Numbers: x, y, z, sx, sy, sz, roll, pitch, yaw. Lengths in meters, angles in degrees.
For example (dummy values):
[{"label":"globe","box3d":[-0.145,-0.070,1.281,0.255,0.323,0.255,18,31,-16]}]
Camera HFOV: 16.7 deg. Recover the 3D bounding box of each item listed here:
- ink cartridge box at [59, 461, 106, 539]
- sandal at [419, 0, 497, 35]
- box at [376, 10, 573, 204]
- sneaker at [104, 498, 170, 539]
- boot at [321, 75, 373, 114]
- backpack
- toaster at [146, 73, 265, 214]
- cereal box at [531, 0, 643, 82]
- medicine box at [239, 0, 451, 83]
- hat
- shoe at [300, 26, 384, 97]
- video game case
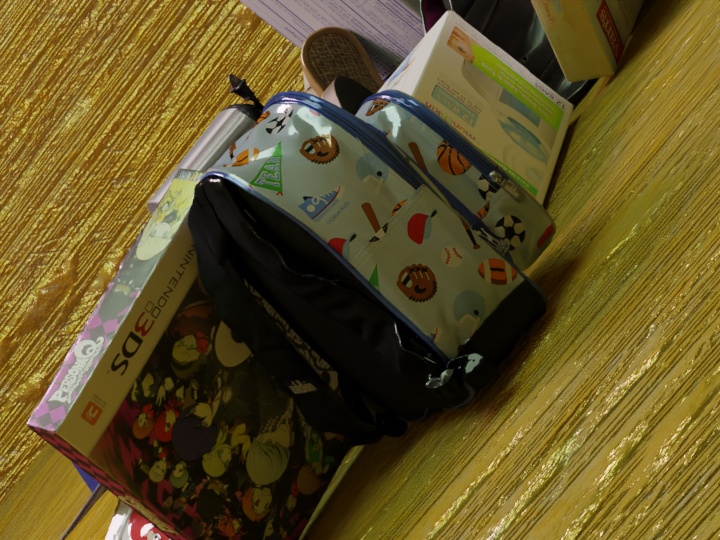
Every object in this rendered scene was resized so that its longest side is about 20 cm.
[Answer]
[{"label":"ink cartridge box","box3d":[-0.134,0.073,1.646,0.200,0.047,0.198,-46,-3,-31]},{"label":"sandal","box3d":[0.066,-0.189,1.734,0.075,0.048,0.201,-52,13,52]},{"label":"box","box3d":[0.053,-0.062,1.580,0.101,0.112,0.200,-48,9,31]},{"label":"sneaker","box3d":[-0.118,0.203,1.561,0.112,0.071,0.200,4,76,52]},{"label":"boot","box3d":[-0.005,-0.039,1.658,0.075,0.074,0.200,-44,37,26]},{"label":"backpack","box3d":[0.002,-0.015,1.369,0.154,0.190,0.200,-55,7,-21]},{"label":"toaster","box3d":[-0.076,-0.047,1.998,0.119,0.200,0.181,-49,7,-7]},{"label":"cereal box","box3d":[0.155,-0.244,1.656,0.039,0.144,0.200,-7,39,31]},{"label":"medicine box","box3d":[-0.010,-0.244,1.889,0.103,0.182,0.200,-54,8,-19]},{"label":"hat","box3d":[0.115,-0.156,1.762,0.201,0.081,0.201,-51,6,8]},{"label":"shoe","box3d":[0.011,-0.093,1.858,0.070,0.200,0.053,-19,-24,-10]},{"label":"video game case","box3d":[-0.082,0.069,1.460,0.036,0.200,0.181,9,62,47]}]
